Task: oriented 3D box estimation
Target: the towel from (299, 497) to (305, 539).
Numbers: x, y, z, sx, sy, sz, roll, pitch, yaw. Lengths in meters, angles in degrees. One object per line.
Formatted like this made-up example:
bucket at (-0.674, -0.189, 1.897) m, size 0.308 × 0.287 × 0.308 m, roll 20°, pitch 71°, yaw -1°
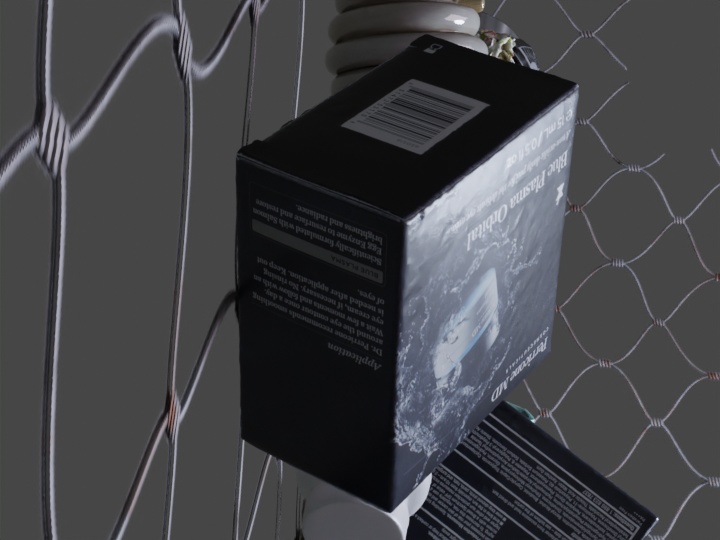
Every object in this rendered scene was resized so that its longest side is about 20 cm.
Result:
towel at (-0.034, 0.243, 1.340) m, size 0.200 × 0.034 × 0.134 m, roll -72°, pitch 167°, yaw -73°

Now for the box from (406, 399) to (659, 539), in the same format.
box at (0.113, 0.238, 1.315) m, size 0.199 × 0.199 × 0.123 m, roll -51°, pitch 169°, yaw -12°

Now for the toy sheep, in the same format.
toy sheep at (0.038, -0.155, 1.158) m, size 0.138 × 0.136 × 0.203 m, roll 36°, pitch 50°, yaw -84°

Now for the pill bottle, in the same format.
pill bottle at (0.006, 0.136, 1.239) m, size 0.201 × 0.109 × 0.112 m, roll -80°, pitch 173°, yaw -47°

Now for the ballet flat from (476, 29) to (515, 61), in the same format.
ballet flat at (0.122, -0.133, 1.376) m, size 0.076 × 0.063 × 0.202 m, roll 55°, pitch 27°, yaw -67°

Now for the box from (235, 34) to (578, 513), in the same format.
box at (0.029, -0.004, 0.908) m, size 0.196 × 0.117 × 0.202 m, roll -38°, pitch 140°, yaw -44°

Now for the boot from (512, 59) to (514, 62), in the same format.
boot at (0.108, -0.160, 1.509) m, size 0.200 × 0.130 × 0.068 m, roll 38°, pitch 34°, yaw -40°

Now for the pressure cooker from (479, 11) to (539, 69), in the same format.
pressure cooker at (0.113, -0.197, 1.752) m, size 0.180 × 0.175 × 0.200 m, roll -61°, pitch -178°, yaw 20°

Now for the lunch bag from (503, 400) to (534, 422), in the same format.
lunch bag at (0.065, 0.203, 1.480) m, size 0.122 × 0.197 × 0.172 m, roll -73°, pitch 168°, yaw -68°
